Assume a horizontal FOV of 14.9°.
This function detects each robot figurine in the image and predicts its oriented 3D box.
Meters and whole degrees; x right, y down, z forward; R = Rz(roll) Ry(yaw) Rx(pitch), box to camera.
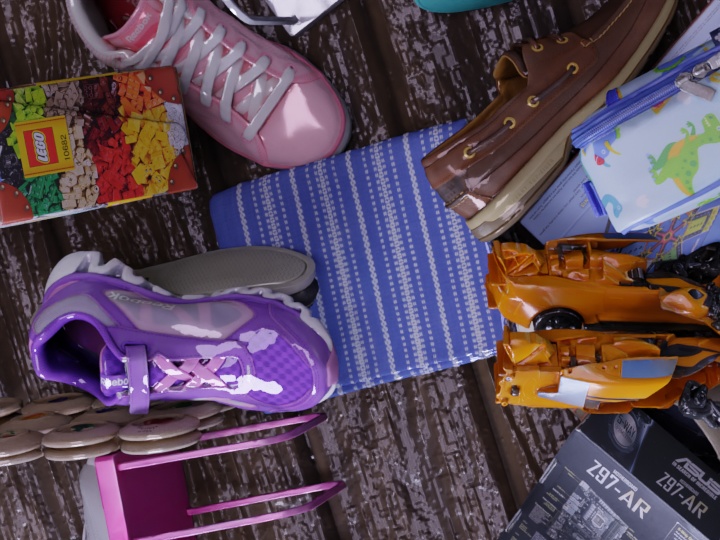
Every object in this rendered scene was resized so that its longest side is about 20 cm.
[{"bbox_3d":[0.174,0.031,1.587,0.198,0.146,0.058,-1,136,-3],"label":"robot figurine"}]

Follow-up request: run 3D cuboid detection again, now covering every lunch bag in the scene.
[{"bbox_3d":[0.203,-0.084,1.543,0.160,0.200,0.083,-29,86,16],"label":"lunch bag"}]

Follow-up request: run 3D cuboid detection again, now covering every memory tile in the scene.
[{"bbox_3d":[-0.180,0.095,1.708,0.198,0.153,0.017,-6,98,14],"label":"memory tile"}]

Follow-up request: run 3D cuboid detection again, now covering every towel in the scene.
[{"bbox_3d":[0.000,0.000,1.693,0.199,0.024,0.146,-15,88,33],"label":"towel"}]

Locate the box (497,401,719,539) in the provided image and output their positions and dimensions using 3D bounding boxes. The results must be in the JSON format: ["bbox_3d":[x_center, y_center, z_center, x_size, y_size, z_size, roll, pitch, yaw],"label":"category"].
[{"bbox_3d":[0.184,0.184,1.624,0.200,0.044,0.161,40,142,10],"label":"box"}]

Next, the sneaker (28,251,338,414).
[{"bbox_3d":[-0.113,0.051,1.636,0.199,0.088,0.081,12,117,18],"label":"sneaker"}]

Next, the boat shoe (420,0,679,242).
[{"bbox_3d":[0.113,-0.110,1.619,0.068,0.072,0.200,42,76,-6],"label":"boat shoe"}]

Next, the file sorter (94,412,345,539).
[{"bbox_3d":[-0.068,0.195,1.694,0.124,0.139,0.202,-10,91,13],"label":"file sorter"}]

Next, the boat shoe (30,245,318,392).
[{"bbox_3d":[-0.108,0.031,1.719,0.199,0.072,0.068,-13,112,27],"label":"boat shoe"}]

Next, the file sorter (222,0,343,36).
[{"bbox_3d":[-0.018,-0.256,1.652,0.200,0.124,0.139,-37,85,14],"label":"file sorter"}]

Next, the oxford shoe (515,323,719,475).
[{"bbox_3d":[0.144,0.060,1.645,0.199,0.074,0.071,21,133,14],"label":"oxford shoe"}]

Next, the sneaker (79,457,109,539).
[{"bbox_3d":[-0.165,0.217,1.752,0.081,0.075,0.202,-6,93,14],"label":"sneaker"}]

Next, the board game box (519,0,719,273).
[{"bbox_3d":[0.198,-0.069,1.659,0.103,0.019,0.200,44,104,9],"label":"board game box"}]

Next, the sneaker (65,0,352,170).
[{"bbox_3d":[-0.100,-0.128,1.695,0.200,0.105,0.076,38,101,9],"label":"sneaker"}]

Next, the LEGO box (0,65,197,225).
[{"bbox_3d":[-0.219,-0.065,1.666,0.199,0.148,0.078,-8,93,50],"label":"LEGO box"}]

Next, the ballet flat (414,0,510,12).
[{"bbox_3d":[0.121,-0.209,1.652,0.199,0.073,0.074,-13,91,22],"label":"ballet flat"}]
